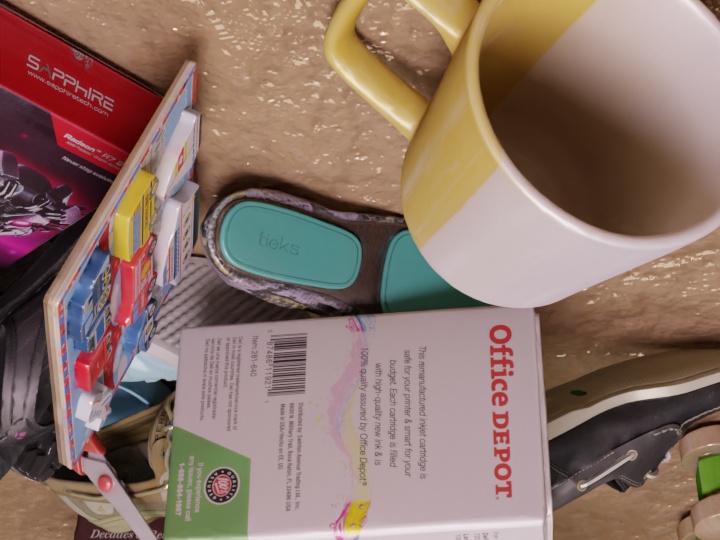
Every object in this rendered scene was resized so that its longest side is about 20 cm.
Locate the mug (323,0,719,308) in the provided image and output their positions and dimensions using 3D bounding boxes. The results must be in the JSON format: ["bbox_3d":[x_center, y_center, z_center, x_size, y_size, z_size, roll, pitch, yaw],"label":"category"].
[{"bbox_3d":[0.084,-0.070,1.012,0.149,0.187,0.153,-19,167,-26],"label":"mug"}]

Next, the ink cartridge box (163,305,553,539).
[{"bbox_3d":[0.002,0.103,1.123,0.199,0.145,0.084,-4,140,6],"label":"ink cartridge box"}]

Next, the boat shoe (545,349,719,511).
[{"bbox_3d":[0.153,0.095,1.232,0.200,0.068,0.072,-19,-165,-19],"label":"boat shoe"}]

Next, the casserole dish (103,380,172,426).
[{"bbox_3d":[-0.165,0.103,1.370,0.121,0.039,0.200,-12,145,24],"label":"casserole dish"}]

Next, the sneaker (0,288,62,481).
[{"bbox_3d":[-0.229,0.043,1.175,0.087,0.076,0.200,13,149,33],"label":"sneaker"}]

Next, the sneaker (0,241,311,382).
[{"bbox_3d":[-0.121,0.035,1.237,0.200,0.074,0.082,16,153,0],"label":"sneaker"}]

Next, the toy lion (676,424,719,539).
[{"bbox_3d":[0.310,0.155,1.382,0.191,0.069,0.200,-7,147,3],"label":"toy lion"}]

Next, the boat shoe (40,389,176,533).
[{"bbox_3d":[-0.127,0.111,1.283,0.063,0.073,0.201,30,149,-27],"label":"boat shoe"}]

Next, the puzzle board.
[{"bbox_3d":[-0.118,0.003,1.075,0.017,0.151,0.200,24,152,7],"label":"puzzle board"}]

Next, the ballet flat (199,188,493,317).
[{"bbox_3d":[0.000,0.000,1.177,0.200,0.072,0.072,18,145,-20],"label":"ballet flat"}]

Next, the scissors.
[{"bbox_3d":[-0.158,0.115,1.262,0.073,0.200,0.014,-56,163,19],"label":"scissors"}]

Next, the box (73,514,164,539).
[{"bbox_3d":[-0.119,0.278,1.488,0.164,0.200,0.166,0,147,7],"label":"box"}]

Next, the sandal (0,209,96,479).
[{"bbox_3d":[-0.167,0.039,1.129,0.048,0.201,0.075,21,161,43],"label":"sandal"}]

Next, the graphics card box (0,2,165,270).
[{"bbox_3d":[-0.211,-0.060,1.108,0.125,0.051,0.200,28,142,-34],"label":"graphics card box"}]
